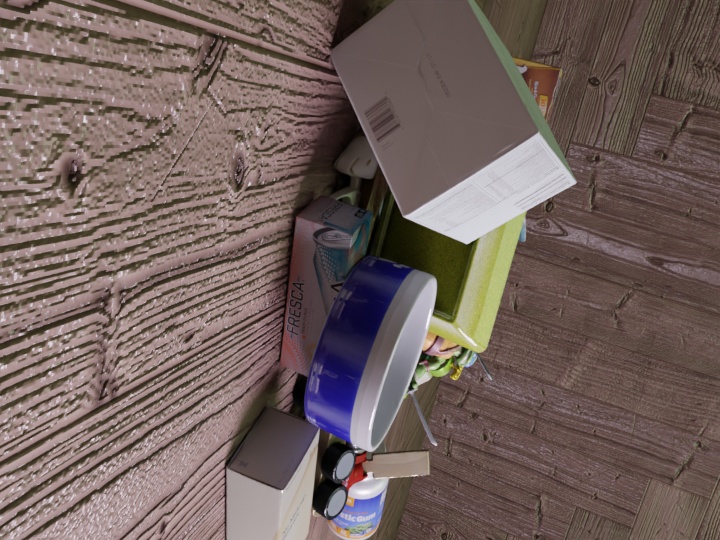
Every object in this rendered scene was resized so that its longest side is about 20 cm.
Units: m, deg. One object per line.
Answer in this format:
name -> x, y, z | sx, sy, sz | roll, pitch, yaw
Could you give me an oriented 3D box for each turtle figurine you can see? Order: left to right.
turtle figurine -> 0.099, 0.113, 1.029 | 0.144, 0.192, 0.202 | -50, -169, 50

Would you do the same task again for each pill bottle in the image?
pill bottle -> -0.005, 0.399, 1.269 | 0.112, 0.110, 0.203 | -55, 157, -51

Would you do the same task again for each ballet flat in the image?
ballet flat -> -0.009, -0.091, 0.793 | 0.072, 0.067, 0.204 | 1, 110, -56

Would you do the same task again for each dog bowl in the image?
dog bowl -> 0.015, 0.089, 0.753 | 0.200, 0.078, 0.204 | 20, 89, -75

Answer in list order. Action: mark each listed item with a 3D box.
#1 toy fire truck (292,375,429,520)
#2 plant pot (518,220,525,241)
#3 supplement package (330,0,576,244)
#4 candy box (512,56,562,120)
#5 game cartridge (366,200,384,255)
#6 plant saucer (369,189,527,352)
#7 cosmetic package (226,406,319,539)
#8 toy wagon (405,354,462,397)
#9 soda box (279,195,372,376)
toy fire truck -> 0.005, 0.233, 0.933 | 0.198, 0.127, 0.180 | 2, 103, -54
plant pot -> 0.134, -0.138, 0.958 | 0.200, 0.184, 0.205 | -3, 90, -78
supplement package -> 0.102, -0.155, 0.702 | 0.199, 0.146, 0.194 | 13, 51, -63
candy box -> 0.257, -0.332, 1.247 | 0.056, 0.197, 0.119 | -25, 131, -72
game cartridge -> 0.000, 0.000, 0.971 | 0.202, 0.041, 0.135 | 90, 17, -50
plant saucer -> 0.088, -0.024, 0.850 | 0.048, 0.197, 0.204 | 0, 108, -55
cosmetic package -> -0.105, 0.275, 0.803 | 0.104, 0.072, 0.203 | -55, 158, -51
toy wagon -> 0.090, 0.144, 1.173 | 0.156, 0.198, 0.040 | -56, 129, -26
soda box -> -0.041, 0.025, 0.758 | 0.064, 0.067, 0.203 | -51, 155, -54
